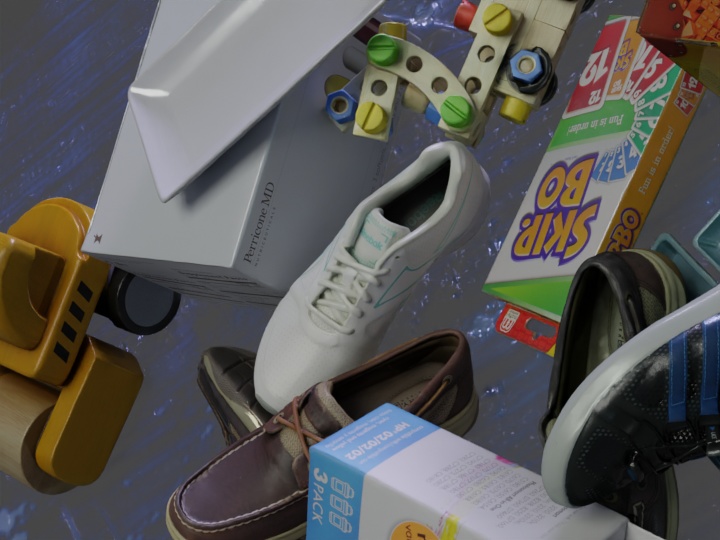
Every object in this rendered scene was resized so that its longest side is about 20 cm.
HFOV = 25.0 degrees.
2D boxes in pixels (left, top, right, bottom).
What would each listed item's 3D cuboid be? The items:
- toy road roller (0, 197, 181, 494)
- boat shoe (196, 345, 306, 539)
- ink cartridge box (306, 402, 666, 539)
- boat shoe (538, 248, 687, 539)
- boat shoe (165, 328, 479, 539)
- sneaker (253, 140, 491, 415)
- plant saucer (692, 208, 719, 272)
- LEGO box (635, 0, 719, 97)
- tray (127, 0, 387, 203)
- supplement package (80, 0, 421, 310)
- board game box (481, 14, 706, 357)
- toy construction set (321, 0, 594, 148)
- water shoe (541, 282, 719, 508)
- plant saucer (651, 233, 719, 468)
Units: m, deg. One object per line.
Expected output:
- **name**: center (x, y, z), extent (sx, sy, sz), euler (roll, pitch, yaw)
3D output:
- **toy road roller**: center (-0.237, 0.045, 1.152), extent (0.123, 0.146, 0.200), euler (17, 84, 45)
- **boat shoe**: center (-0.052, 0.123, 0.998), extent (0.200, 0.074, 0.073), euler (49, 116, 41)
- **ink cartridge box**: center (0.065, 0.163, 0.828), extent (0.200, 0.068, 0.115), euler (23, 122, 35)
- **boat shoe**: center (0.122, 0.087, 0.839), extent (0.072, 0.066, 0.201), euler (7, 92, 46)
- **boat shoe**: center (-0.021, 0.091, 0.914), extent (0.200, 0.072, 0.072), euler (-24, 52, -18)
- **sneaker**: center (0.000, 0.000, 0.969), extent (0.070, 0.080, 0.200), euler (36, 85, 15)
- **plant saucer**: center (0.249, 0.021, 0.811), extent (0.070, 0.019, 0.200), euler (-50, 46, 15)
- **LEGO box**: center (0.245, -0.097, 0.736), extent (0.149, 0.200, 0.077), euler (15, 83, 44)
- **tray**: center (-0.062, -0.135, 1.003), extent (0.200, 0.022, 0.107), euler (-40, 50, 22)
- **supplement package**: center (-0.073, -0.084, 1.084), extent (0.156, 0.111, 0.200), euler (6, 77, 44)
- **board game box**: center (0.133, -0.049, 0.924), extent (0.096, 0.030, 0.200), euler (23, 91, 64)
- **toy construction set**: center (0.065, -0.160, 0.984), extent (0.131, 0.092, 0.200), euler (23, 103, 14)
- **water shoe**: center (0.174, 0.055, 0.754), extent (0.200, 0.072, 0.079), euler (-39, 53, 3)
- **plant saucer**: center (0.197, 0.067, 0.820), extent (0.200, 0.019, 0.070), euler (53, 124, 41)
